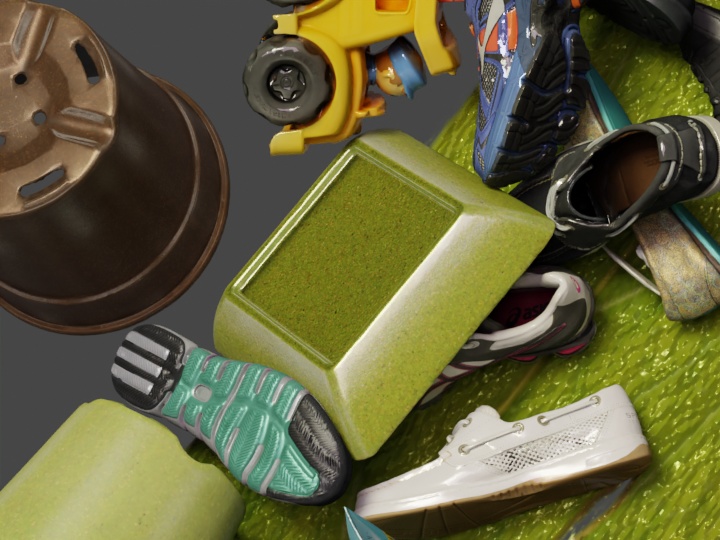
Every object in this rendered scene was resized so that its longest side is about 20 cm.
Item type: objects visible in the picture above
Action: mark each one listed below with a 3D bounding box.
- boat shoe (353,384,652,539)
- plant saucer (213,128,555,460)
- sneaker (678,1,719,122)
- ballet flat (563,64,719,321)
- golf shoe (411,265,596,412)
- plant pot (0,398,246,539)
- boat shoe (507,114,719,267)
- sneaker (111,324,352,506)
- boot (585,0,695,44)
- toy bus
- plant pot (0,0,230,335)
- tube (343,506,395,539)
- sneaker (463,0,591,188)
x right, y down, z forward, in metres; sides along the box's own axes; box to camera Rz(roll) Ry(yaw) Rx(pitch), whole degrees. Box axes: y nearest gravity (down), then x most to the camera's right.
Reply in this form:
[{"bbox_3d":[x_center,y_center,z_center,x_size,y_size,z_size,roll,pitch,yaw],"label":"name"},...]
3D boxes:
[{"bbox_3d":[0.086,0.123,1.637,0.199,0.071,0.070,-15,70,-2],"label":"boat shoe"},{"bbox_3d":[0.000,0.000,1.649,0.200,0.048,0.200,-51,40,-5],"label":"plant saucer"},{"bbox_3d":[0.254,-0.109,1.668,0.200,0.060,0.104,29,103,36],"label":"sneaker"},{"bbox_3d":[0.176,-0.051,1.673,0.071,0.071,0.200,-33,70,1],"label":"ballet flat"},{"bbox_3d":[0.056,0.039,1.657,0.199,0.088,0.077,-20,72,7],"label":"golf shoe"},{"bbox_3d":[-0.176,0.192,1.619,0.200,0.201,0.184,27,69,18],"label":"plant pot"},{"bbox_3d":[0.146,-0.051,1.621,0.200,0.068,0.072,-25,81,45],"label":"boat shoe"},{"bbox_3d":[-0.069,0.095,1.645,0.200,0.087,0.075,31,92,33],"label":"sneaker"},{"bbox_3d":[0.199,-0.252,1.686,0.168,0.076,0.200,-49,36,-3],"label":"boot"},{"bbox_3d":[0.017,-0.182,1.686,0.191,0.136,0.201,0,105,2],"label":"toy bus"},{"bbox_3d":[-0.209,-0.077,1.687,0.200,0.198,0.201,-3,73,12],"label":"plant pot"},{"bbox_3d":[0.024,0.199,1.556,0.050,0.200,0.078,-31,72,2],"label":"tube"},{"bbox_3d":[0.104,-0.153,1.626,0.078,0.075,0.201,20,103,44],"label":"sneaker"}]
